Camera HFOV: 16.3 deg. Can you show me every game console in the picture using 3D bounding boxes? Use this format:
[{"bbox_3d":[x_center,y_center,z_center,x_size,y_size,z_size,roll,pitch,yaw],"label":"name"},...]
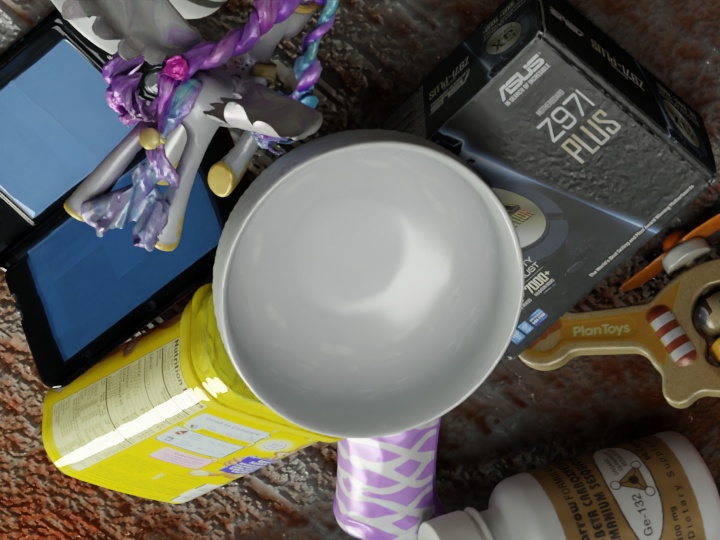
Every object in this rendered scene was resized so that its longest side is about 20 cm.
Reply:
[{"bbox_3d":[-0.188,-0.054,1.650,0.200,0.119,0.172,-37,116,20],"label":"game console"}]

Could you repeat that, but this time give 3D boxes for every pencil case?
[{"bbox_3d":[0.027,0.100,1.771,0.085,0.084,0.200,8,126,5],"label":"pencil case"}]

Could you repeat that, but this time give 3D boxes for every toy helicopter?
[{"bbox_3d":[0.202,0.030,1.724,0.200,0.132,0.079,-4,166,11],"label":"toy helicopter"}]

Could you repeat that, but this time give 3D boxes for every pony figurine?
[{"bbox_3d":[-0.095,-0.105,1.493,0.167,0.193,0.200,39,118,10],"label":"pony figurine"}]

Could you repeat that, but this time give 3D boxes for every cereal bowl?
[{"bbox_3d":[0.000,0.000,1.595,0.200,0.083,0.200,-5,113,-11],"label":"cereal bowl"}]

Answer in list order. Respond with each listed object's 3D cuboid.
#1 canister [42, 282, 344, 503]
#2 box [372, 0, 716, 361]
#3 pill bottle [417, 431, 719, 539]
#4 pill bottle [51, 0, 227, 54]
[{"bbox_3d":[-0.106,0.088,1.708,0.148,0.087,0.200,19,148,-36],"label":"canister"},{"bbox_3d":[0.107,-0.065,1.667,0.164,0.086,0.200,38,114,-22],"label":"box"},{"bbox_3d":[0.149,0.193,1.784,0.200,0.114,0.114,-15,123,-14],"label":"pill bottle"},{"bbox_3d":[-0.099,-0.227,1.542,0.116,0.116,0.200,39,114,-23],"label":"pill bottle"}]
